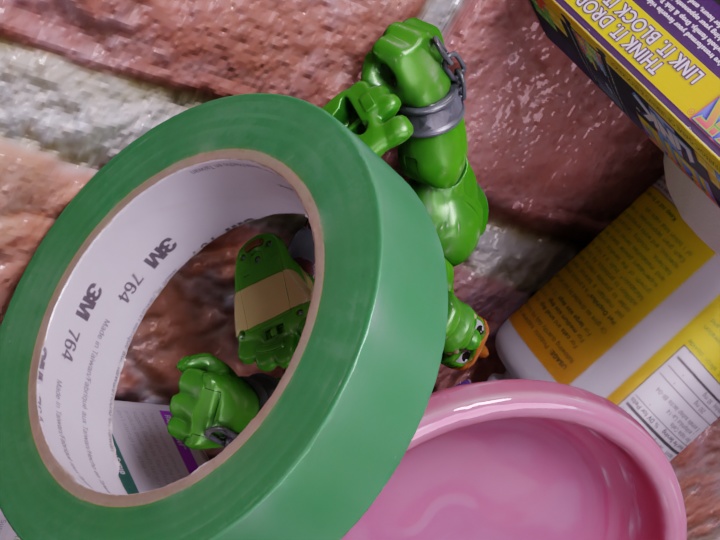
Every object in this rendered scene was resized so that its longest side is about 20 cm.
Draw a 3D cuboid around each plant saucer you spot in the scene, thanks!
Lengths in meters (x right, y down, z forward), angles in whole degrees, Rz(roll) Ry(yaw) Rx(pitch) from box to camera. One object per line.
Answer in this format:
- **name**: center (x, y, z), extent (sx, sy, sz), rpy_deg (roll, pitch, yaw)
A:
- **plant saucer**: center (0.049, 0.131, 0.767), extent (0.198, 0.051, 0.202), rpy_deg (-7, 120, -13)

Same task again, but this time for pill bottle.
- **pill bottle**: center (0.145, 0.034, 0.858), extent (0.200, 0.109, 0.109), rpy_deg (-43, 136, 6)

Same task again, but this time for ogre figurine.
- **ogre figurine**: center (0.000, 0.000, 0.750), extent (0.120, 0.097, 0.202), rpy_deg (40, 56, -52)

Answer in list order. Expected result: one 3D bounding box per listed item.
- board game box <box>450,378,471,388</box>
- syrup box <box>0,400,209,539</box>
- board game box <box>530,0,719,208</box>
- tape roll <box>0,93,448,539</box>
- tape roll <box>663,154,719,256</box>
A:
- **board game box**: center (0.042, 0.164, 0.830), extent (0.119, 0.032, 0.201), rpy_deg (-25, 114, 3)
- **syrup box**: center (-0.164, 0.107, 0.746), extent (0.199, 0.082, 0.079), rpy_deg (10, 121, -36)
- **board game box**: center (0.183, -0.112, 0.698), extent (0.165, 0.200, 0.057), rpy_deg (-36, 137, 1)
- **tape roll**: center (-0.061, 0.029, 0.661), extent (0.200, 0.201, 0.048), rpy_deg (-45, 135, 9)
- **tape roll**: center (0.242, -0.067, 0.770), extent (0.201, 0.203, 0.071), rpy_deg (-16, 133, -20)
